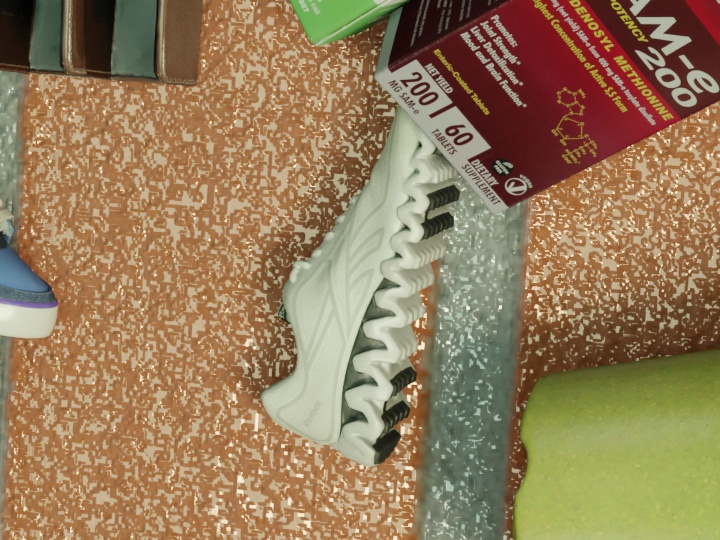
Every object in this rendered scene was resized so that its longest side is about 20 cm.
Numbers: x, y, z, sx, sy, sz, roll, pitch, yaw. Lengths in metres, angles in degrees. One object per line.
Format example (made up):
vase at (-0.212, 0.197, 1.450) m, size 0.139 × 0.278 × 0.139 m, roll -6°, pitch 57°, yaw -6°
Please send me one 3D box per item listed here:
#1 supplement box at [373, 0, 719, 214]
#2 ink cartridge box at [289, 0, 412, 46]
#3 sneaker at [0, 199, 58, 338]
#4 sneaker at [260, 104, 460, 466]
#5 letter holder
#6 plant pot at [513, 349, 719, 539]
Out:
supplement box at (0.118, -0.119, 1.140) m, size 0.199 × 0.061 × 0.109 m, roll -28°, pitch 120°, yaw 30°
ink cartridge box at (0.035, -0.227, 1.157) m, size 0.199 × 0.084 × 0.147 m, roll -27°, pitch 90°, yaw 29°
sneaker at (-0.231, -0.066, 1.235) m, size 0.199 × 0.081 × 0.147 m, roll 27°, pitch 101°, yaw 11°
sneaker at (0.000, 0.000, 1.216) m, size 0.081 × 0.075 × 0.201 m, roll 16°, pitch 95°, yaw 16°
letter holder at (-0.140, -0.201, 1.184) m, size 0.100 × 0.142 × 0.201 m, roll 5°, pitch 94°, yaw 8°
plant pot at (0.180, 0.117, 1.140) m, size 0.183 × 0.200 × 0.202 m, roll -2°, pitch 93°, yaw 19°
